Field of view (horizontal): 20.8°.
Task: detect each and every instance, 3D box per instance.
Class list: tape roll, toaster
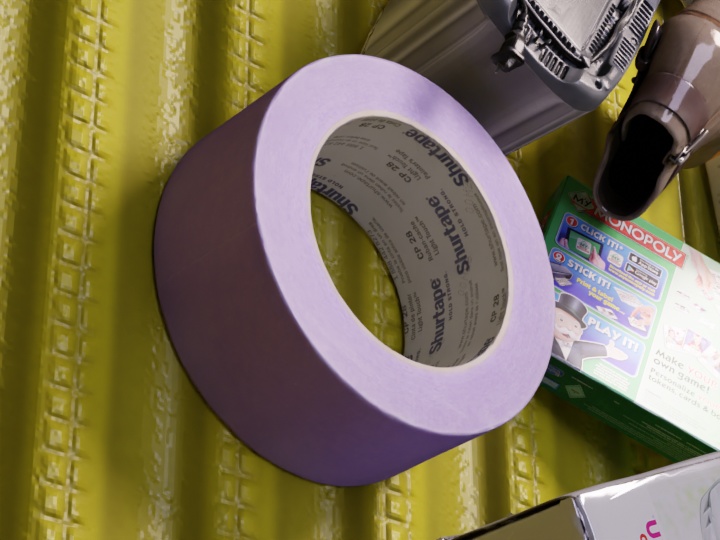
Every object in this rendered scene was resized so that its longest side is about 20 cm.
[{"bbox_3d":[0.000,0.000,0.985,0.199,0.085,0.202,21,56,-35],"label":"tape roll"},{"bbox_3d":[0.081,-0.135,1.101,0.114,0.129,0.201,44,44,-15],"label":"toaster"}]

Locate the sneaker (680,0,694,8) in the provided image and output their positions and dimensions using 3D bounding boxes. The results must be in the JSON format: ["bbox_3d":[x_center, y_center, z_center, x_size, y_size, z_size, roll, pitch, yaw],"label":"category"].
[{"bbox_3d":[0.210,-0.237,1.335,0.200,0.070,0.081,43,30,-22],"label":"sneaker"}]

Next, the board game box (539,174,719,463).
[{"bbox_3d":[0.182,0.044,1.129,0.199,0.029,0.135,30,47,-4],"label":"board game box"}]

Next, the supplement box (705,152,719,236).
[{"bbox_3d":[0.304,0.008,1.278,0.125,0.073,0.202,13,61,-38],"label":"supplement box"}]

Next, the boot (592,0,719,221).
[{"bbox_3d":[0.181,-0.085,1.160,0.070,0.201,0.147,26,58,15],"label":"boot"}]

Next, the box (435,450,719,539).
[{"bbox_3d":[0.096,0.157,0.906,0.176,0.199,0.098,-8,74,-46],"label":"box"}]
